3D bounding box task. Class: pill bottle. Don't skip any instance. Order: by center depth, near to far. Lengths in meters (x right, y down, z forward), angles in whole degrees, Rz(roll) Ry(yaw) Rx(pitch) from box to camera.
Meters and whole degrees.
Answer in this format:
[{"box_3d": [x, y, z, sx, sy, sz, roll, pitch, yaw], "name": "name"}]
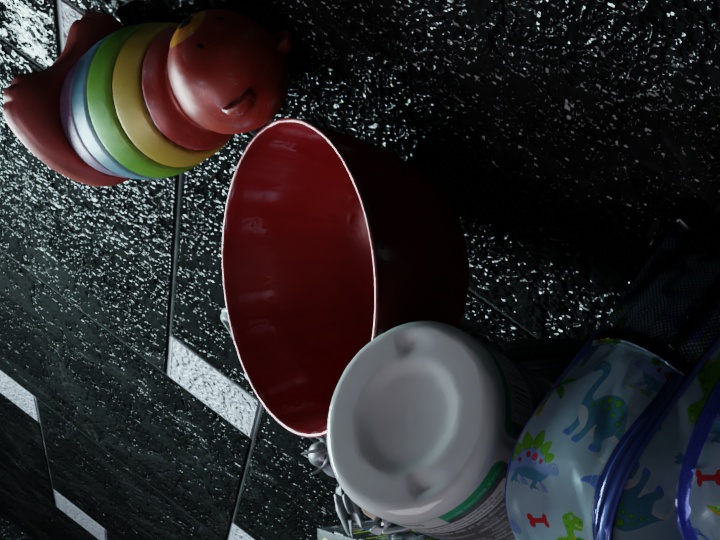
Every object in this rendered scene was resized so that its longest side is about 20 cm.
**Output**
[{"box_3d": [0.078, 0.111, 0.809, 0.113, 0.114, 0.200, 16, 170, 39], "name": "pill bottle"}]

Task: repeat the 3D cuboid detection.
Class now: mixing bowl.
[{"box_3d": [0.000, 0.000, 0.885, 0.200, 0.108, 0.202, 14, 107, 56], "name": "mixing bowl"}]

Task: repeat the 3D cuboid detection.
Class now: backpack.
[{"box_3d": [0.184, 0.102, 0.723, 0.147, 0.200, 0.183, 21, 150, 51], "name": "backpack"}]

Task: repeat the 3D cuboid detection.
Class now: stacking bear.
[{"box_3d": [-0.128, -0.121, 0.915, 0.199, 0.122, 0.114, -6, 128, 47], "name": "stacking bear"}]

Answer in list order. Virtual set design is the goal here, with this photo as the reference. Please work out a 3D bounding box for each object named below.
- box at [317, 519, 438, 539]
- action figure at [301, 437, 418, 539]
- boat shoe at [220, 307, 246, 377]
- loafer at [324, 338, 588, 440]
[{"box_3d": [0.083, 0.212, 1.048, 0.160, 0.199, 0.045, 168, 97, -69], "name": "box"}, {"box_3d": [0.048, 0.133, 0.999, 0.199, 0.131, 0.069, 5, 164, -25], "name": "action figure"}, {"box_3d": [-0.084, 0.072, 1.212, 0.074, 0.065, 0.202, 29, 153, 21], "name": "boat shoe"}, {"box_3d": [0.072, 0.097, 0.930, 0.073, 0.199, 0.073, -34, -72, -77], "name": "loafer"}]
